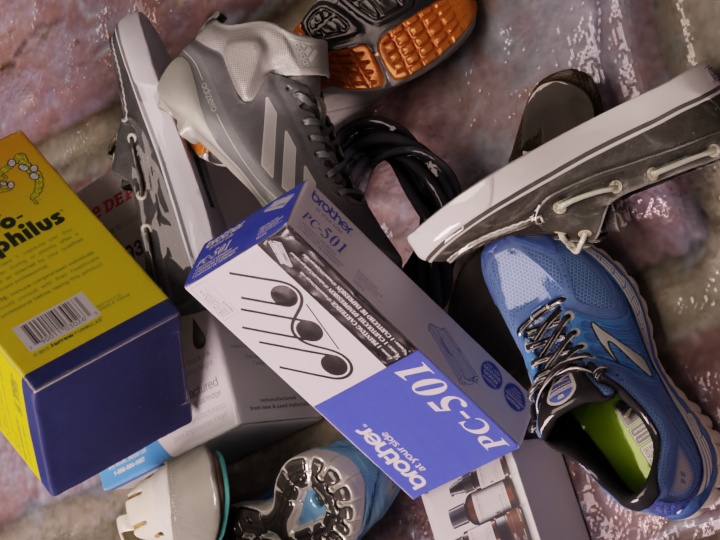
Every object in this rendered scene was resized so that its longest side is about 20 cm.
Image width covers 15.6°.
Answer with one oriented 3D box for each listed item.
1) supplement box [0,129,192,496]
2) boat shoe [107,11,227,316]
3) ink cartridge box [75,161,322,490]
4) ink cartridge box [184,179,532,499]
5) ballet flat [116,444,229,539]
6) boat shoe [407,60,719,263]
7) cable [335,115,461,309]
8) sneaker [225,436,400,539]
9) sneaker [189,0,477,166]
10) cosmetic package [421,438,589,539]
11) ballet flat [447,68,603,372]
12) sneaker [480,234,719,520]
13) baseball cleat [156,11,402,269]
[{"bbox_3d":[-0.207,0.025,1.677,0.200,0.109,0.109,46,154,33],"label":"supplement box"},{"bbox_3d":[-0.131,-0.066,1.668,0.057,0.069,0.200,-20,79,9],"label":"boat shoe"},{"bbox_3d":[-0.124,0.030,1.757,0.145,0.084,0.200,-28,72,41],"label":"ink cartridge box"},{"bbox_3d":[0.001,0.043,1.543,0.094,0.044,0.200,-30,116,38],"label":"ink cartridge box"},{"bbox_3d":[-0.126,0.162,1.714,0.200,0.064,0.068,119,143,-72],"label":"ballet flat"},{"bbox_3d":[0.123,-0.045,1.488,0.200,0.071,0.064,-28,88,12],"label":"boat shoe"},{"bbox_3d":[0.000,0.000,1.630,0.200,0.051,0.163,-50,45,42],"label":"cable"},{"bbox_3d":[-0.019,0.156,1.672,0.078,0.090,0.200,59,148,6],"label":"sneaker"},{"bbox_3d":[-0.012,-0.128,1.657,0.200,0.092,0.076,-25,79,17],"label":"sneaker"},{"bbox_3d":[0.104,0.208,1.569,0.082,0.051,0.200,-31,71,41],"label":"cosmetic package"},{"bbox_3d":[0.102,-0.029,1.571,0.067,0.046,0.200,19,113,10],"label":"ballet flat"},{"bbox_3d":[0.130,0.055,1.499,0.079,0.089,0.200,-45,67,25],"label":"sneaker"},{"bbox_3d":[-0.035,-0.079,1.577,0.200,0.070,0.106,41,100,15],"label":"baseball cleat"}]
